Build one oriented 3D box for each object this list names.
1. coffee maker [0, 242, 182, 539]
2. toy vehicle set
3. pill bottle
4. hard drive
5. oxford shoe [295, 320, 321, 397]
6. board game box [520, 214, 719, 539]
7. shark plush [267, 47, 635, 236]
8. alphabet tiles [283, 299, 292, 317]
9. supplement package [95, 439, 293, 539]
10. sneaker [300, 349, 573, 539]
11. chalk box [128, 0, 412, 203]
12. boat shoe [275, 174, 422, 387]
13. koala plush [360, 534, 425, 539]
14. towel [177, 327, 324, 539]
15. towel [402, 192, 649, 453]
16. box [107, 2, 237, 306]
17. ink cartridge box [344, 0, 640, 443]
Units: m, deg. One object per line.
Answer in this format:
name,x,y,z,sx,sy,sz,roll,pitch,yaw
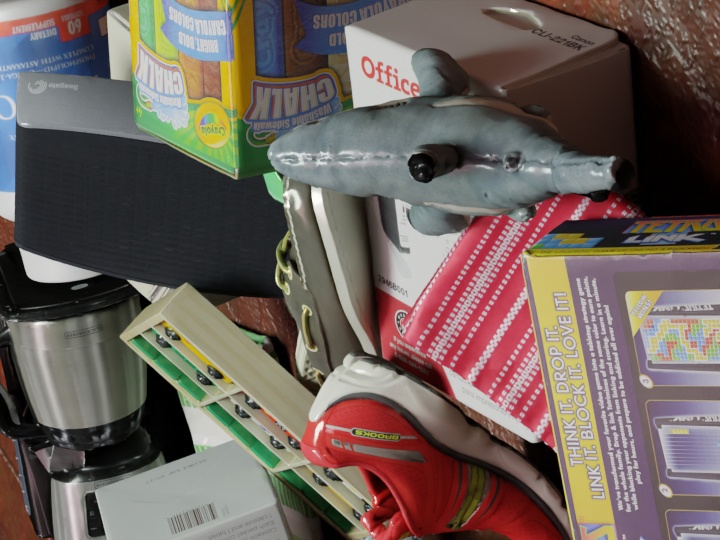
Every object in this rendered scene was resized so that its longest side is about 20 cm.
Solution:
coffee maker,-0.191,0.080,1.925,0.192,0.135,0.200,-69,-26,-65
toy vehicle set,-0.056,0.090,1.658,0.200,0.027,0.124,42,163,-6
pill bottle,-0.209,-0.099,1.828,0.112,0.112,0.200,18,125,56
hard drive,-0.113,-0.046,1.608,0.042,0.200,0.135,-77,-4,-49
oxford shoe,0.000,0.000,1.574,0.200,0.075,0.058,107,167,-48
board game box,0.174,0.074,1.242,0.165,0.057,0.200,0,110,32
shark plush,0.048,-0.041,1.245,0.200,0.083,0.091,26,112,46
alphabet tiles,-0.040,-0.074,1.654,0.167,0.008,0.200,66,153,8
supplement package,-0.085,0.230,1.752,0.110,0.114,0.200,-120,11,-66
sneaker,0.040,0.119,1.477,0.200,0.085,0.077,37,176,-32
chalk box,-0.049,-0.126,1.481,0.124,0.124,0.200,25,122,53
boat shoe,-0.015,0.008,1.483,0.060,0.072,0.202,2,144,19
koala plush,-0.021,0.275,1.616,0.177,0.200,0.184,58,159,-16
towel,-0.078,0.129,1.843,0.153,0.023,0.200,17,123,56
towel,0.126,0.044,1.303,0.200,0.022,0.145,39,127,7
box,-0.106,-0.075,1.678,0.068,0.082,0.200,39,142,43
ink cartridge box,0.072,-0.033,1.394,0.144,0.084,0.200,28,131,51
